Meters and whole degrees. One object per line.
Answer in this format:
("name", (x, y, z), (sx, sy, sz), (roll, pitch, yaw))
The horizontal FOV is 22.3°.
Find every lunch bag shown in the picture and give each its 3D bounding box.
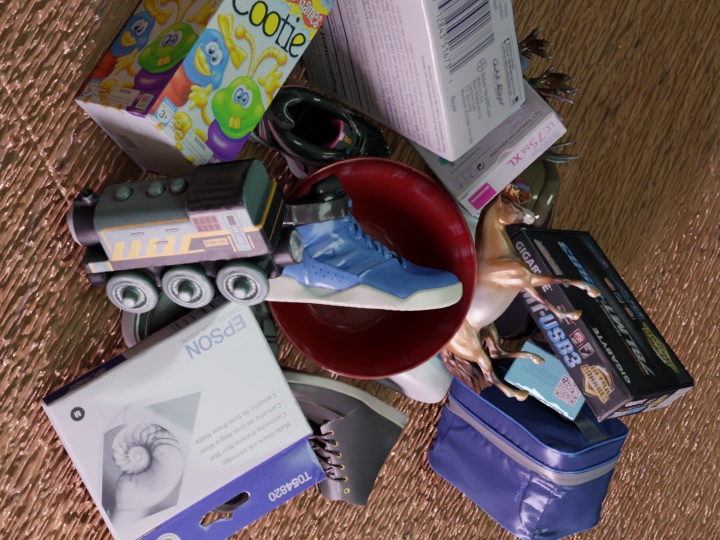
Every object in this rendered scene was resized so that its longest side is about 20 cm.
("lunch bag", (0.171, 0.169, 1.894), (0.135, 0.199, 0.133), (-9, 125, -45))

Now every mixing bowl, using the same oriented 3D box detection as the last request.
("mixing bowl", (0.000, 0.000, 1.698), (0.198, 0.108, 0.203), (1, 86, -11))

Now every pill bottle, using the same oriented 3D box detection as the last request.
("pill bottle", (0.071, 0.020, 1.809), (0.111, 0.110, 0.201), (36, 74, -44))

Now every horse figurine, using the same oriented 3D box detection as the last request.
("horse figurine", (0.131, 0.038, 1.715), (0.201, 0.132, 0.050), (-57, -175, 28))

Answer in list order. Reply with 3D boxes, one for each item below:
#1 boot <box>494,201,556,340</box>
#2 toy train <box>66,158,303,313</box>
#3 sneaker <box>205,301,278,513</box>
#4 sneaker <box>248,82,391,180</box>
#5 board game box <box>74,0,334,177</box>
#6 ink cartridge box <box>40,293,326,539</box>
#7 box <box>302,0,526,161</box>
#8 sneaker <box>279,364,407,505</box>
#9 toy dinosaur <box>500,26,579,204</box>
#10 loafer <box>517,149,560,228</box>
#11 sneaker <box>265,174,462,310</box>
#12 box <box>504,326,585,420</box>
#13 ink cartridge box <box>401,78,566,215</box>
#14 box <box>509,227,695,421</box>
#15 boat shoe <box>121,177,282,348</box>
("boot", (0.176, -0.022, 1.953), (0.097, 0.074, 0.202), (27, 75, -67))
("toy train", (-0.148, -0.031, 1.520), (0.086, 0.198, 0.115), (-72, 149, -46))
("sneaker", (-0.127, 0.115, 1.658), (0.075, 0.079, 0.202), (7, 97, -23))
("sneaker", (-0.035, -0.121, 1.683), (0.199, 0.086, 0.081), (16, 91, -47))
("board game box", (-0.130, -0.187, 1.557), (0.105, 0.102, 0.201), (46, 68, -41))
("ink cartridge box", (-0.146, 0.150, 1.592), (0.199, 0.041, 0.201), (-31, 107, -13))
("box", (0.035, -0.227, 1.617), (0.105, 0.199, 0.185), (-38, 138, -24))
("sneaker", (-0.032, 0.162, 1.763), (0.199, 0.074, 0.107), (28, 78, -46))
("toy dinosaur", (0.143, -0.140, 1.763), (0.182, 0.199, 0.106), (-50, 131, -32))
("loafer", (0.154, -0.106, 1.833), (0.067, 0.200, 0.077), (25, 104, -11))
("sneaker", (-0.005, -0.026, 1.605), (0.198, 0.077, 0.113), (4, 94, -4))
("box", (0.215, 0.085, 1.888), (0.049, 0.082, 0.200), (-62, 172, 20))
("ink cartridge box", (0.091, -0.156, 1.704), (0.119, 0.200, 0.042), (-42, 144, 5))
("box", (0.234, 0.050, 1.822), (0.050, 0.201, 0.198), (-39, 162, 21))
("boat shoe", (-0.135, -0.007, 1.624), (0.201, 0.066, 0.070), (-53, 132, -22))
